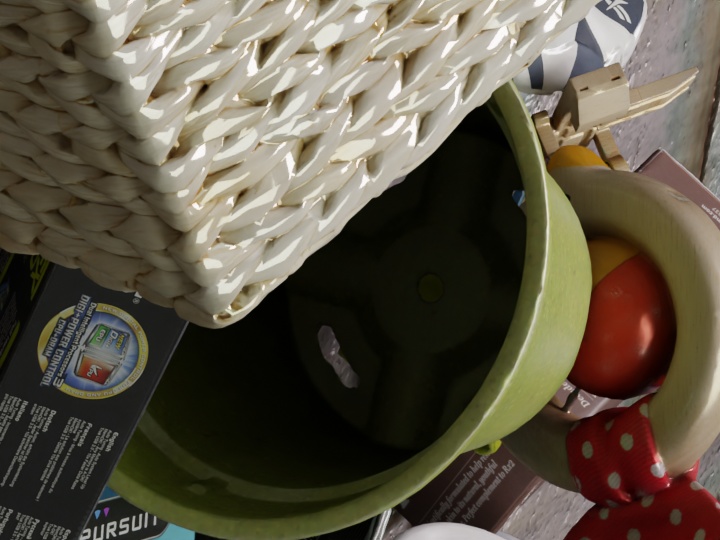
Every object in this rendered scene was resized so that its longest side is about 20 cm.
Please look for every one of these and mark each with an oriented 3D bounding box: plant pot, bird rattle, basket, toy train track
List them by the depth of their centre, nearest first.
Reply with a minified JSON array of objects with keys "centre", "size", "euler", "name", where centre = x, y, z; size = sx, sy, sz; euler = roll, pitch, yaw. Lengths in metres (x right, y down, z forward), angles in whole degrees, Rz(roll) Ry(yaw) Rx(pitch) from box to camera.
[{"centre":[-0.056,-0.115,0.695],"size":[0.200,0.198,0.161],"euler":[-42,131,-29],"name":"basket"},{"centre":[0.000,0.000,1.006],"size":[0.201,0.200,0.184],"euler":[-67,158,2],"name":"plant pot"},{"centre":[0.090,0.043,1.096],"size":[0.112,0.200,0.163],"euler":[7,117,-40],"name":"bird rattle"},{"centre":[0.092,-0.040,1.207],"size":[0.114,0.033,0.200],"euler":[-19,167,-10],"name":"toy train track"}]

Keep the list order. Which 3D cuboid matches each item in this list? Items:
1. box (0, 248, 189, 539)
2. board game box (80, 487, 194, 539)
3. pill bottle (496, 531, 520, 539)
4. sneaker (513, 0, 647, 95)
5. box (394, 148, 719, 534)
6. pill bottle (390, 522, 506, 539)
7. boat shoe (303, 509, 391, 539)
[{"centre":[-0.097,0.013,0.847],"size":[0.200,0.044,0.160],"euler":[-63,-161,23],"name":"box"},{"centre":[-0.125,0.166,1.015],"size":[0.151,0.047,0.201],"euler":[-9,106,-59],"name":"board game box"},{"centre":[0.064,0.222,1.372],"size":[0.106,0.106,0.200],"euler":[-53,149,-24],"name":"pill bottle"},{"centre":[0.071,-0.145,1.127],"size":[0.199,0.079,0.130],"euler":[-10,128,-47],"name":"sneaker"},{"centre":[0.095,0.039,1.288],"size":[0.200,0.075,0.100],"euler":[-40,170,-38],"name":"box"},{"centre":[0.012,0.216,1.215],"size":[0.113,0.113,0.200],"euler":[-22,151,-53],"name":"pill bottle"},{"centre":[-0.049,0.146,1.140],"size":[0.200,0.072,0.071],"euler":[-59,179,-34],"name":"boat shoe"}]
